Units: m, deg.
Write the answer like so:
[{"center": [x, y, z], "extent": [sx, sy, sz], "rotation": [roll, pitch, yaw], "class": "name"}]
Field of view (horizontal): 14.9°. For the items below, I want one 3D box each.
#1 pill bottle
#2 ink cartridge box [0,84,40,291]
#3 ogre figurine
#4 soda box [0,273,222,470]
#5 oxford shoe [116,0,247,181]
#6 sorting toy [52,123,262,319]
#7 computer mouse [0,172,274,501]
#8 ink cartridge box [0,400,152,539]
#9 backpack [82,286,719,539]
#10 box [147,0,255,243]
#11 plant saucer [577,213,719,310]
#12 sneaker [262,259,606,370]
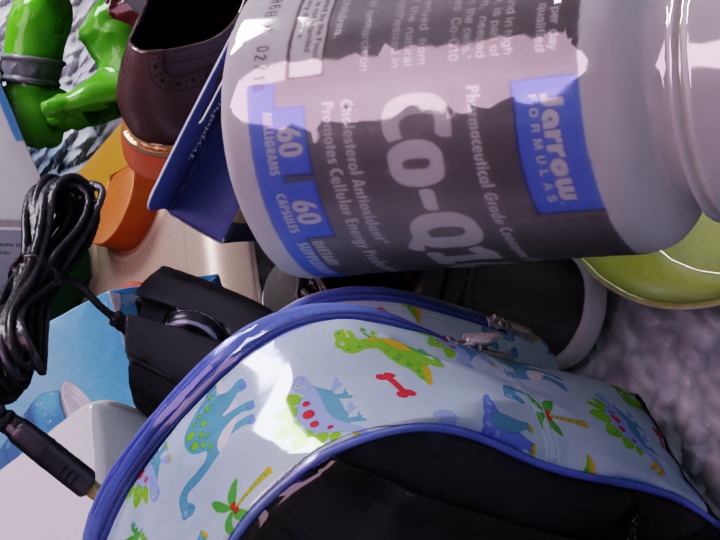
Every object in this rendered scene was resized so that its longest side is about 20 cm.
[{"center": [0.061, -0.059, 0.988], "extent": [0.199, 0.114, 0.114], "rotation": [-5, 68, 25], "class": "pill bottle"}, {"center": [-0.229, 0.009, 1.365], "extent": [0.147, 0.086, 0.200], "rotation": [62, 141, 43], "class": "ink cartridge box"}, {"center": [-0.113, -0.147, 1.344], "extent": [0.200, 0.098, 0.120], "rotation": [-37, 64, 54], "class": "ogre figurine"}, {"center": [-0.135, 0.065, 1.225], "extent": [0.200, 0.064, 0.068], "rotation": [-26, 78, 46], "class": "soda box"}, {"center": [-0.046, -0.125, 1.192], "extent": [0.071, 0.073, 0.200], "rotation": [9, 44, 19], "class": "oxford shoe"}, {"center": [-0.122, 0.019, 1.306], "extent": [0.200, 0.036, 0.186], "rotation": [-40, 46, 39], "class": "sorting toy"}, {"center": [-0.063, 0.053, 1.085], "extent": [0.046, 0.200, 0.141], "rotation": [-36, 20, 36], "class": "computer mouse"}, {"center": [-0.067, 0.170, 1.097], "extent": [0.084, 0.146, 0.201], "rotation": [-35, 49, 36], "class": "ink cartridge box"}, {"center": [0.003, 0.099, 1.002], "extent": [0.183, 0.200, 0.147], "rotation": [-54, 41, 18], "class": "backpack"}, {"center": [-0.023, -0.070, 1.137], "extent": [0.032, 0.200, 0.121], "rotation": [30, 98, 12], "class": "box"}, {"center": [0.150, -0.077, 1.047], "extent": [0.200, 0.031, 0.201], "rotation": [-25, 55, 42], "class": "plant saucer"}, {"center": [0.000, 0.000, 1.133], "extent": [0.200, 0.099, 0.071], "rotation": [4, 78, 52], "class": "sneaker"}]
